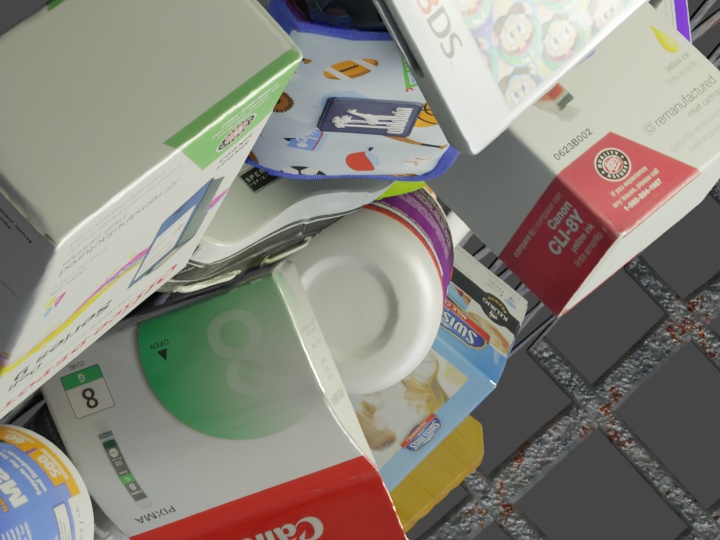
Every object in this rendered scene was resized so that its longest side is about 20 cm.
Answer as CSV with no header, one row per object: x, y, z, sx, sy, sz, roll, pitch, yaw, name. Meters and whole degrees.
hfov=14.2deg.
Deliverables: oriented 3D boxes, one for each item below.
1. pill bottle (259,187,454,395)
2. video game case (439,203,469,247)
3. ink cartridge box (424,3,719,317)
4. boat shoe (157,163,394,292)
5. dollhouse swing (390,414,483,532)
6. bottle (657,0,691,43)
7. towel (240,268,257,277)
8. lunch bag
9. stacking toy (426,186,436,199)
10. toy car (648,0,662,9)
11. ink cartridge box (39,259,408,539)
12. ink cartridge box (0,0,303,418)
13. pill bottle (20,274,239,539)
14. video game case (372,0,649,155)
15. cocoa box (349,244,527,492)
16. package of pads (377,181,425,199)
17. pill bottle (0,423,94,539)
0.000,0.000,1.776,0.112,0.112,0.200,-45,-175,13,pill bottle
-0.018,0.032,2.040,0.182,0.023,0.200,-49,-166,-24,video game case
0.093,-0.098,1.558,0.145,0.200,0.084,-37,167,-38,ink cartridge box
-0.054,-0.042,1.615,0.200,0.071,0.064,-24,160,-46,boat shoe
-0.020,0.169,2.509,0.200,0.176,0.182,-40,171,-32,dollhouse swing
0.175,-0.135,1.861,0.084,0.065,0.201,132,-36,-50,bottle
-0.054,0.017,1.986,0.200,0.049,0.112,-43,172,-7,towel
0.033,-0.129,1.385,0.199,0.124,0.170,-29,166,-21,lunch bag
0.086,-0.099,1.970,0.200,0.116,0.110,-32,-173,40,stacking toy
0.196,-0.229,1.578,0.200,0.165,0.158,-36,175,18,toy car
-0.076,0.113,1.639,0.160,0.201,0.050,-20,-175,19,ink cartridge box
-0.123,-0.034,1.204,0.145,0.088,0.200,-40,173,-31,ink cartridge box
-0.131,0.098,1.771,0.200,0.114,0.114,-45,172,12,pill bottle
0.080,-0.179,1.265,0.200,0.024,0.182,-42,128,-15,video game case
0.010,0.078,2.220,0.200,0.133,0.131,-47,-172,30,cocoa box
0.066,-0.117,1.768,0.154,0.068,0.200,-41,173,19,package of pads
-0.235,0.158,1.566,0.112,0.112,0.200,-46,172,22,pill bottle
